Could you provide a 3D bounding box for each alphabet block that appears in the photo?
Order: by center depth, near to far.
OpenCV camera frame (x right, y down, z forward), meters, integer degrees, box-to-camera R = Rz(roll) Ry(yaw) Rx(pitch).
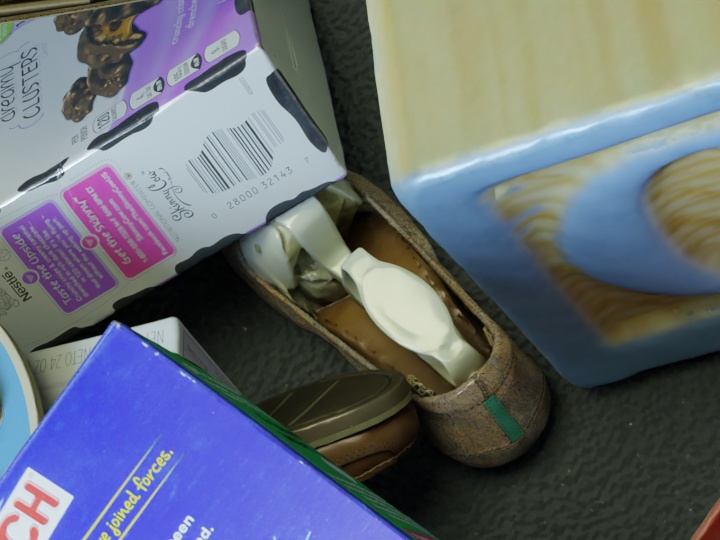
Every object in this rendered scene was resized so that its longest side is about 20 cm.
[{"bbox_3d":[0.121,-0.103,0.960,0.195,0.195,0.201,-16,60,17],"label":"alphabet block"}]

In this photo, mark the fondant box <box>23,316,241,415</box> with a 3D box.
[{"bbox_3d":[-0.118,0.126,0.916,0.143,0.058,0.201,-14,53,18],"label":"fondant box"}]

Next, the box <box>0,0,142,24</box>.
[{"bbox_3d":[-0.163,-0.112,1.054,0.199,0.163,0.021,4,104,48],"label":"box"}]

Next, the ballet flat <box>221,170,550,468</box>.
[{"bbox_3d":[0.000,0.000,1.056,0.068,0.067,0.200,-49,56,-5],"label":"ballet flat"}]

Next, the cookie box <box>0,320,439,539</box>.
[{"bbox_3d":[-0.038,0.140,0.776,0.200,0.075,0.172,35,87,27],"label":"cookie box"}]

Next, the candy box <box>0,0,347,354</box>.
[{"bbox_3d":[-0.114,-0.056,1.100,0.199,0.072,0.168,-31,32,10],"label":"candy box"}]

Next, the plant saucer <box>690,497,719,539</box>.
[{"bbox_3d":[0.193,0.137,0.901,0.199,0.037,0.201,33,86,43],"label":"plant saucer"}]

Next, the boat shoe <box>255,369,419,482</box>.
[{"bbox_3d":[-0.054,0.099,1.035,0.199,0.072,0.068,-23,96,29],"label":"boat shoe"}]

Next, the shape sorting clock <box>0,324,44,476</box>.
[{"bbox_3d":[-0.199,0.087,0.923,0.199,0.039,0.201,-15,52,19],"label":"shape sorting clock"}]
